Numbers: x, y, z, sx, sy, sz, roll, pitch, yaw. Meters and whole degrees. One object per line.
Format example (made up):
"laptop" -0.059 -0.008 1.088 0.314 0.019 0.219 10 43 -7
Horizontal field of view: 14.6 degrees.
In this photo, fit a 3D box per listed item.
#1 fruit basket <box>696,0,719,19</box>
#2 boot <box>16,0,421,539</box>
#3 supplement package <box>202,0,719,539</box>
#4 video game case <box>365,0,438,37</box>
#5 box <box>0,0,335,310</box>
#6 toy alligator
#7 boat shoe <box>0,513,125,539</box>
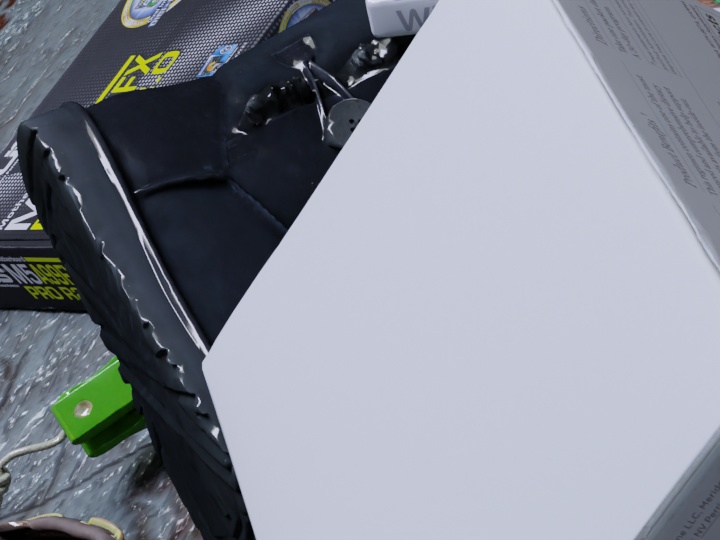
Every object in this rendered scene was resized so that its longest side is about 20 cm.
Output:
"fruit basket" 0.140 -0.110 0.810 0.199 0.094 0.185 1 23 20
"boot" 0.000 0.000 0.927 0.168 0.201 0.077 -22 -24 -17
"supplement package" 0.061 0.040 0.674 0.156 0.111 0.200 -56 29 22
"video game case" 0.106 -0.134 0.957 0.199 0.018 0.143 -5 37 11
"box" -0.079 -0.071 1.207 0.160 0.044 0.200 2 51 56
"toy alligator" -0.069 0.034 1.027 0.200 0.059 0.054 -37 -14 14
"boat shoe" -0.120 0.115 0.966 0.200 0.060 0.072 -2 48 55
